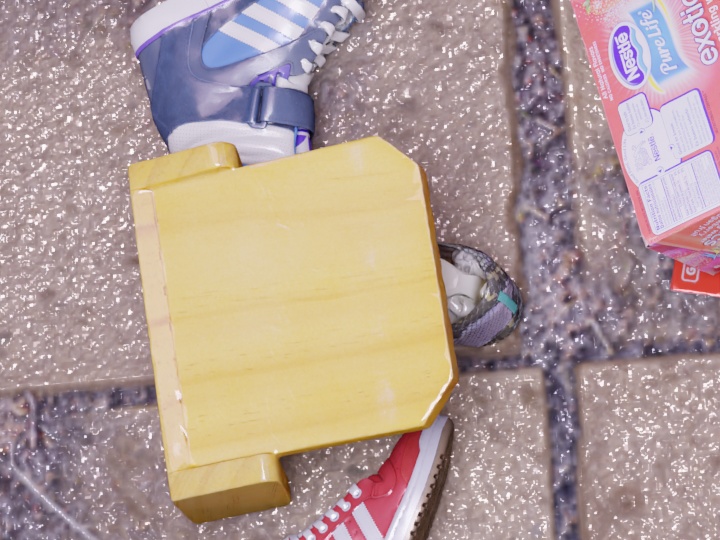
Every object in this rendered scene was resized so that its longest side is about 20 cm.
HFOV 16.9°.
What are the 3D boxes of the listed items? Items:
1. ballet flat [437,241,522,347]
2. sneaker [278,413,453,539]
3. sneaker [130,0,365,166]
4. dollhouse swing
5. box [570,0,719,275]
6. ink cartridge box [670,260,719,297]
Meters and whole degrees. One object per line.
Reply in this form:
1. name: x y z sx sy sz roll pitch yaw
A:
1. ballet flat: 0.000 0.000 1.496 0.200 0.072 0.072 10 78 15
2. sneaker: -0.023 0.165 1.457 0.112 0.071 0.201 22 83 13
3. sneaker: -0.037 -0.126 1.538 0.199 0.081 0.147 -24 80 2
4. dollhouse swing: -0.036 0.031 1.444 0.175 0.182 0.201 -10 78 1
5. box: 0.204 -0.112 1.447 0.102 0.095 0.201 -27 65 26
6. ink cartridge box: 0.287 -0.074 1.468 0.173 0.044 0.201 8 77 13
